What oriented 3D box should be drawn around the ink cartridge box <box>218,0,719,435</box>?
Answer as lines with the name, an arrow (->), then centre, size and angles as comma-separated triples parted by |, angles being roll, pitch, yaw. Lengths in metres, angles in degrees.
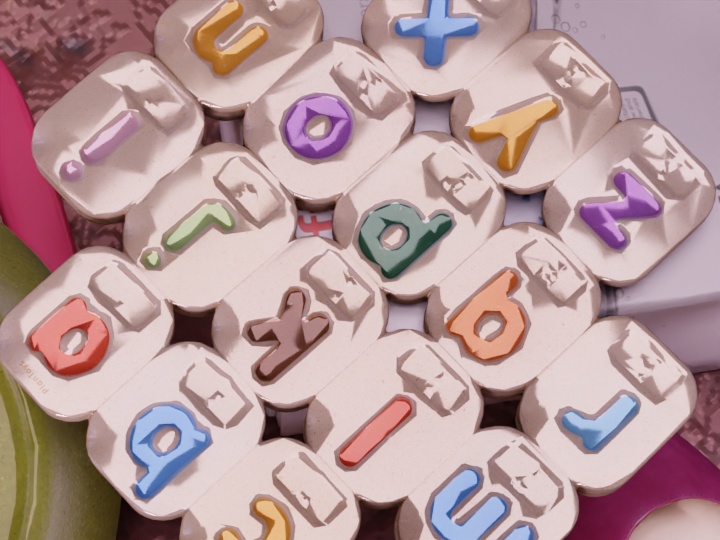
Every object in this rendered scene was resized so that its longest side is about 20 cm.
ink cartridge box -> 0.058, -0.039, 0.848 | 0.199, 0.086, 0.147 | -8, 73, -6

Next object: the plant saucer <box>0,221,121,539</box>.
plant saucer -> -0.172, 0.062, 0.796 | 0.199, 0.031, 0.201 | 1, 85, -6

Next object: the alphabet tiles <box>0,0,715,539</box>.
alphabet tiles -> 0.000, 0.000, 0.781 | 0.196, 0.015, 0.200 | -42, 79, -13

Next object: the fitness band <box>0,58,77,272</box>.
fitness band -> -0.165, 0.001, 0.851 | 0.143, 0.037, 0.201 | -16, 74, -11

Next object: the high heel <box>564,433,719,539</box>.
high heel -> 0.119, 0.113, 0.793 | 0.067, 0.096, 0.201 | -24, 75, -10
